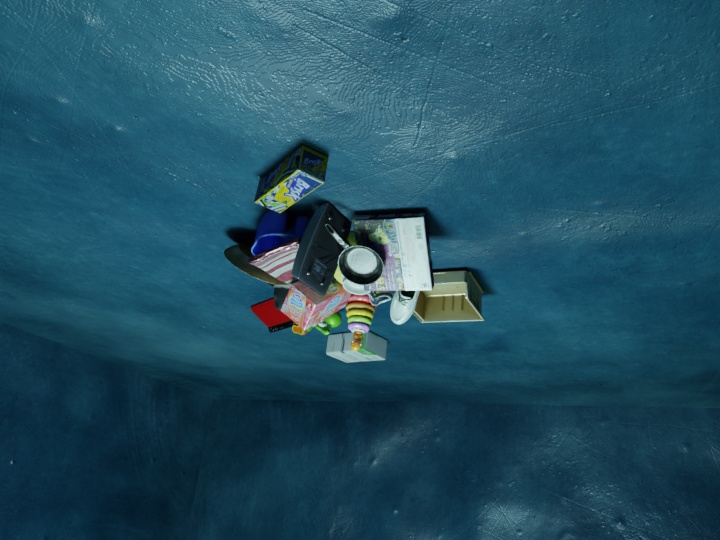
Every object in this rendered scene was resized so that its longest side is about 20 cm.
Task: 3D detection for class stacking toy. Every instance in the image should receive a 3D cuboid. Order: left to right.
[{"bbox_3d":[-0.003,0.160,1.996,0.116,0.201,0.110,-9,153,31],"label":"stacking toy"}]

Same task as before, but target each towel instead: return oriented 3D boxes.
[{"bbox_3d":[-0.175,-0.018,1.600,0.144,0.023,0.200,-21,156,15],"label":"towel"}]

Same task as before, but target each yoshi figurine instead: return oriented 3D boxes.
[{"bbox_3d":[-0.140,0.166,2.162,0.200,0.112,0.113,-5,132,-52],"label":"yoshi figurine"}]

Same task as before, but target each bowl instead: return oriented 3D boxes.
[{"bbox_3d":[0.000,0.000,1.684,0.200,0.108,0.200,7,145,5],"label":"bowl"}]

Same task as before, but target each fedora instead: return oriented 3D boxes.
[{"bbox_3d":[-0.213,0.091,1.979,0.200,0.092,0.201,14,169,3],"label":"fedora"}]

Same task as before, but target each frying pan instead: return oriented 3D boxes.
[{"bbox_3d":[-0.030,-0.035,1.542,0.190,0.031,0.115,33,124,-8],"label":"frying pan"}]

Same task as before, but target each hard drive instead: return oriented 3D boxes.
[{"bbox_3d":[-0.096,-0.051,1.530,0.042,0.200,0.135,11,163,33],"label":"hard drive"}]

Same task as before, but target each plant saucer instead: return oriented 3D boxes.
[{"bbox_3d":[-0.277,-0.026,1.732,0.200,0.036,0.200,26,-166,-7],"label":"plant saucer"}]

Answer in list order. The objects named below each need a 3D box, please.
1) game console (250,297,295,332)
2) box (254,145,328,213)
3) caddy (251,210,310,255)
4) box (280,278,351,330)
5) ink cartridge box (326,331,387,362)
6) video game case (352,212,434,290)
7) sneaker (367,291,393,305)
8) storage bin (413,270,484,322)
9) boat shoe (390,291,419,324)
[{"bbox_3d":[-0.271,0.151,2.290,0.172,0.119,0.200,-16,178,-43],"label":"game console"},{"bbox_3d":[-0.152,-0.195,1.366,0.070,0.064,0.200,21,154,-30],"label":"box"},{"bbox_3d":[-0.202,-0.072,1.619,0.141,0.105,0.200,13,156,-18],"label":"caddy"},{"bbox_3d":[-0.113,0.070,1.749,0.095,0.200,0.103,38,124,18],"label":"box"},{"bbox_3d":[-0.016,0.305,2.497,0.200,0.084,0.146,-10,152,35],"label":"ink cartridge box"},{"bbox_3d":[0.083,-0.043,1.550,0.181,0.036,0.200,-2,116,18],"label":"video game case"},{"bbox_3d":[0.005,0.039,1.823,0.199,0.109,0.070,6,157,3],"label":"sneaker"},{"bbox_3d":[0.248,0.078,1.866,0.199,0.094,0.199,-4,156,25],"label":"storage bin"},{"bbox_3d":[0.127,0.067,1.776,0.073,0.200,0.067,28,-160,20],"label":"boat shoe"}]
